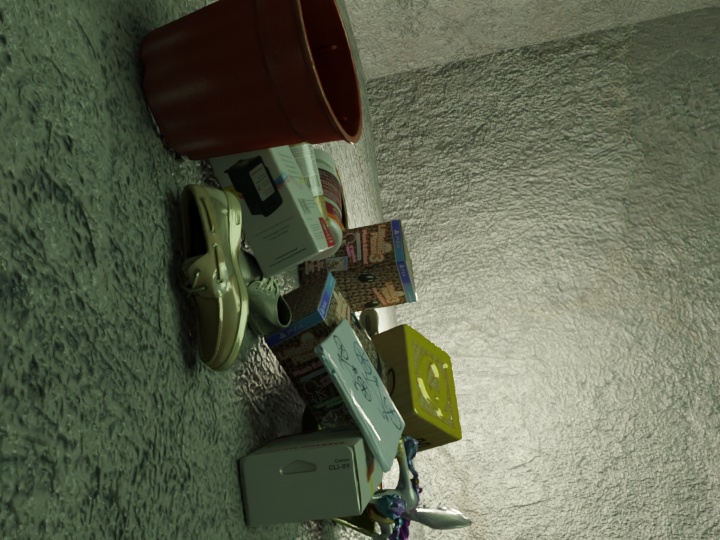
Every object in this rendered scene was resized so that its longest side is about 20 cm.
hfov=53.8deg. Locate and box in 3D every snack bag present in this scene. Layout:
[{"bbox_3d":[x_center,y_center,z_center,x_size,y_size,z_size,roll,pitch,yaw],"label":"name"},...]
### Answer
[{"bbox_3d":[0.003,0.166,0.956,0.190,0.021,0.200,62,10,-2],"label":"snack bag"}]

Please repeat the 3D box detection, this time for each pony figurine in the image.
[{"bbox_3d":[0.067,0.379,1.164,0.166,0.192,0.202,-22,-105,52],"label":"pony figurine"}]

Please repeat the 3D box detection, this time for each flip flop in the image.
[{"bbox_3d":[0.025,0.187,1.922,0.058,0.080,0.202,39,37,-53],"label":"flip flop"}]

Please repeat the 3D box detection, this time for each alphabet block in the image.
[{"bbox_3d":[0.064,0.251,1.416,0.196,0.199,0.197,35,39,-46],"label":"alphabet block"}]

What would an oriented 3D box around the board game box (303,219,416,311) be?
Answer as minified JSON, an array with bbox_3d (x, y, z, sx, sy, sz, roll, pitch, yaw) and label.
[{"bbox_3d":[0.000,0.000,1.401,0.160,0.198,0.098,68,14,-57],"label":"board game box"}]

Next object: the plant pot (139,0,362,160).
[{"bbox_3d":[-0.119,-0.216,0.781,0.201,0.193,0.203,-12,90,-75],"label":"plant pot"}]

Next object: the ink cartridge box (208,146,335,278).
[{"bbox_3d":[-0.120,-0.103,0.948,0.202,0.082,0.146,64,8,-2],"label":"ink cartridge box"}]

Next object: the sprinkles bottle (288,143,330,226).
[{"bbox_3d":[-0.098,-0.157,1.052,0.068,0.067,0.202,-63,142,-78],"label":"sprinkles bottle"}]

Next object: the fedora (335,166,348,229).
[{"bbox_3d":[-0.080,-0.142,1.485,0.201,0.081,0.203,-9,90,-83],"label":"fedora"}]

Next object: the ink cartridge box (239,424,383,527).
[{"bbox_3d":[-0.056,0.257,0.913,0.200,0.143,0.084,30,51,-80],"label":"ink cartridge box"}]

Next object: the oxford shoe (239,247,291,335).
[{"bbox_3d":[-0.139,0.016,0.931,0.201,0.057,0.076,69,16,-50],"label":"oxford shoe"}]

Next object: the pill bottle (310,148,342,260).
[{"bbox_3d":[-0.088,-0.125,1.291,0.110,0.108,0.201,72,11,-47],"label":"pill bottle"}]

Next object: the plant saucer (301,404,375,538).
[{"bbox_3d":[-0.042,0.321,1.164,0.200,0.047,0.201,48,32,-50],"label":"plant saucer"}]

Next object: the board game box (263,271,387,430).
[{"bbox_3d":[-0.047,0.131,1.110,0.201,0.096,0.160,59,14,-16],"label":"board game box"}]

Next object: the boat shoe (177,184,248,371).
[{"bbox_3d":[-0.164,0.006,0.753,0.065,0.072,0.202,12,69,-43],"label":"boat shoe"}]

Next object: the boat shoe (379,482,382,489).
[{"bbox_3d":[0.015,0.416,1.482,0.201,0.070,0.063,-99,-154,-49],"label":"boat shoe"}]
